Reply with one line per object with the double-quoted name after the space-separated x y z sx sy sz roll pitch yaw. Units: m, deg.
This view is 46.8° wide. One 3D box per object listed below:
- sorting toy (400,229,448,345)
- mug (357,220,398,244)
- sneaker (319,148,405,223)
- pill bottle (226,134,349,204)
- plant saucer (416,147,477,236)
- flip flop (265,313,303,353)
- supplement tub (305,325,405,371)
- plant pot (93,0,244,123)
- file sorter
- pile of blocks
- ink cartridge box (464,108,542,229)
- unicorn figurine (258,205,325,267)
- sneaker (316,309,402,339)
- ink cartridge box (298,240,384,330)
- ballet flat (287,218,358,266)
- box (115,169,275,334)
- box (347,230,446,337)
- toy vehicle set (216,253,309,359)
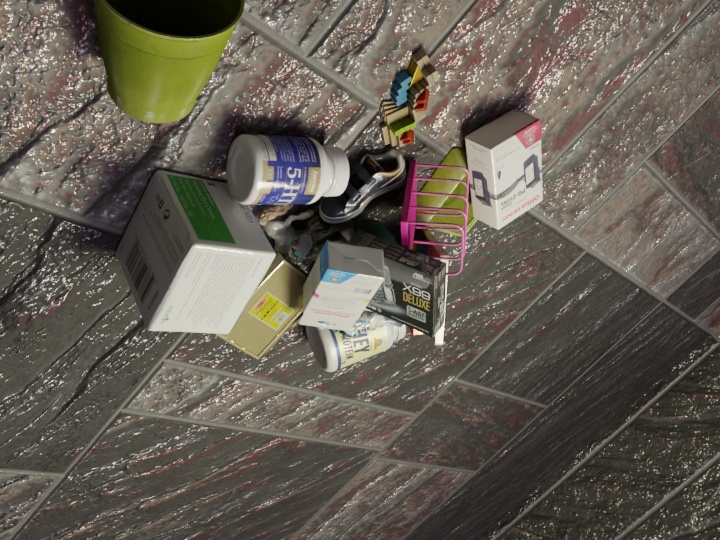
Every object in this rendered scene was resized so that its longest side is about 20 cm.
0.128 0.031 1.804 0.069 0.199 0.202 -2 109 -9 "sorting toy"
0.009 -0.001 1.779 0.185 0.115 0.152 -46 142 16 "mug"
0.001 -0.171 1.613 0.199 0.078 0.080 -34 150 -18 "sneaker"
-0.125 -0.177 1.472 0.198 0.120 0.120 -4 135 -34 "pill bottle"
0.218 -0.155 1.821 0.199 0.048 0.201 12 124 -45 "plant saucer"
-0.170 0.108 1.804 0.200 0.081 0.057 -49 158 22 "flip flop"
-0.012 0.131 1.887 0.198 0.145 0.146 -20 142 -18 "supplement tub"
-0.279 -0.316 1.156 0.199 0.202 0.193 -10 150 -29 "plant pot"
0.151 -0.103 1.657 0.124 0.201 0.140 3 133 7 "file sorter"
0.089 -0.305 1.540 0.081 0.062 0.201 -11 138 -28 "pile of blocks"
0.303 -0.210 1.738 0.144 0.084 0.201 -32 132 -23 "ink cartridge box"
-0.139 -0.066 1.639 0.137 0.074 0.201 -34 128 1 "unicorn figurine"
-0.006 0.108 1.789 0.198 0.078 0.087 11 88 -6 "sneaker"
-0.041 0.033 1.588 0.114 0.068 0.200 9 144 -18 "ink cartridge box"
-0.055 -0.050 1.630 0.199 0.072 0.072 -23 147 -47 "ballet flat"
-0.289 -0.028 1.445 0.170 0.200 0.201 8 128 -43 "box"
0.070 0.025 1.618 0.050 0.199 0.159 -46 147 -38 "box"
-0.182 0.073 1.640 0.200 0.027 0.124 -47 132 5 "toy vehicle set"
